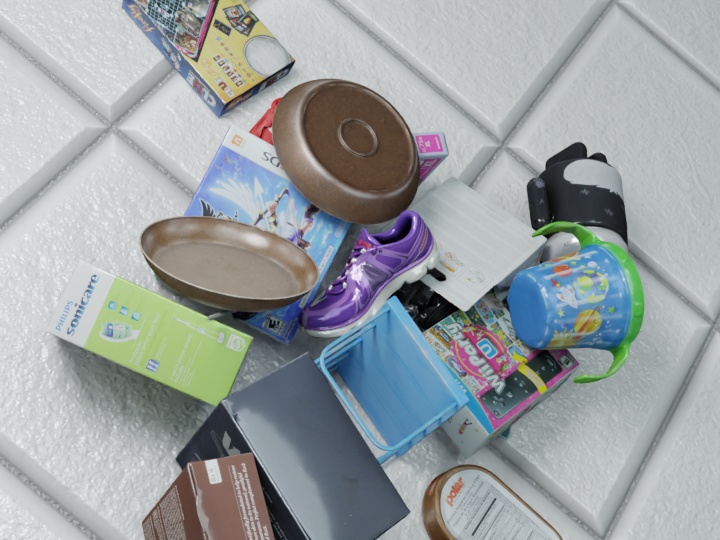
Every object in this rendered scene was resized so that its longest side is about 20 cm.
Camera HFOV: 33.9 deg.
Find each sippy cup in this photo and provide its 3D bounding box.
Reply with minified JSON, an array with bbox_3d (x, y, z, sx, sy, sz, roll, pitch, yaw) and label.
[{"bbox_3d":[0.257,0.040,1.454,0.129,0.141,0.178,-9,41,-23],"label":"sippy cup"}]

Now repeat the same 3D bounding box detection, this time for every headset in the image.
[{"bbox_3d":[0.073,0.018,1.471,0.123,0.094,0.200,32,43,-1],"label":"headset"}]

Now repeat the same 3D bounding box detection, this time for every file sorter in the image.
[{"bbox_3d":[0.001,0.149,1.315,0.122,0.200,0.139,-30,79,-29],"label":"file sorter"}]

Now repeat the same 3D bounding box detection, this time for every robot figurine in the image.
[{"bbox_3d":[0.297,-0.070,1.604,0.149,0.125,0.202,0,62,2],"label":"robot figurine"}]

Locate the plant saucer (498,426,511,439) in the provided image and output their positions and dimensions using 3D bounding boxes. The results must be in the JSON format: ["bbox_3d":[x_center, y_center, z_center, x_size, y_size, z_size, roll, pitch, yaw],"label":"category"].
[{"bbox_3d":[0.101,0.144,1.469,0.199,0.019,0.070,25,57,-10],"label":"plant saucer"}]

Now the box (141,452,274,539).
[{"bbox_3d":[-0.156,0.264,1.182,0.074,0.200,0.101,-7,67,-26],"label":"box"}]

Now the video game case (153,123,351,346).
[{"bbox_3d":[-0.119,-0.042,1.396,0.180,0.045,0.201,28,85,-7],"label":"video game case"}]

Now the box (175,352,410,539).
[{"bbox_3d":[-0.077,0.225,1.238,0.117,0.200,0.198,-28,79,-32],"label":"box"}]

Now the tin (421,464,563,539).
[{"bbox_3d":[0.163,0.314,1.398,0.200,0.042,0.112,41,52,0],"label":"tin"}]

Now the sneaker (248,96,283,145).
[{"bbox_3d":[-0.132,-0.141,1.451,0.078,0.116,0.201,28,55,-7],"label":"sneaker"}]

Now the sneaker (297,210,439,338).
[{"bbox_3d":[0.000,0.000,1.375,0.200,0.080,0.084,-40,126,-20],"label":"sneaker"}]

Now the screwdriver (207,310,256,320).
[{"bbox_3d":[-0.135,0.043,1.272,0.029,0.200,0.028,-17,90,3],"label":"screwdriver"}]

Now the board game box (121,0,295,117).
[{"bbox_3d":[-0.200,-0.312,1.558,0.135,0.035,0.200,-37,84,-34],"label":"board game box"}]

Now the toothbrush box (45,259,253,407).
[{"bbox_3d":[-0.227,0.068,1.273,0.199,0.146,0.087,26,83,-11],"label":"toothbrush box"}]

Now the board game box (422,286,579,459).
[{"bbox_3d":[0.157,0.118,1.459,0.199,0.064,0.148,-29,73,-40],"label":"board game box"}]

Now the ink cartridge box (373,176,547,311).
[{"bbox_3d":[0.122,-0.024,1.503,0.162,0.050,0.200,35,48,19],"label":"ink cartridge box"}]

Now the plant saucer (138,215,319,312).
[{"bbox_3d":[-0.143,-0.005,1.282,0.198,0.032,0.201,12,24,-6],"label":"plant saucer"}]

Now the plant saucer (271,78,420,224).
[{"bbox_3d":[-0.009,-0.151,1.404,0.199,0.034,0.202,14,58,-23],"label":"plant saucer"}]

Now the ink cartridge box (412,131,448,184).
[{"bbox_3d":[0.000,-0.130,1.501,0.198,0.119,0.042,-4,69,-26],"label":"ink cartridge box"}]
